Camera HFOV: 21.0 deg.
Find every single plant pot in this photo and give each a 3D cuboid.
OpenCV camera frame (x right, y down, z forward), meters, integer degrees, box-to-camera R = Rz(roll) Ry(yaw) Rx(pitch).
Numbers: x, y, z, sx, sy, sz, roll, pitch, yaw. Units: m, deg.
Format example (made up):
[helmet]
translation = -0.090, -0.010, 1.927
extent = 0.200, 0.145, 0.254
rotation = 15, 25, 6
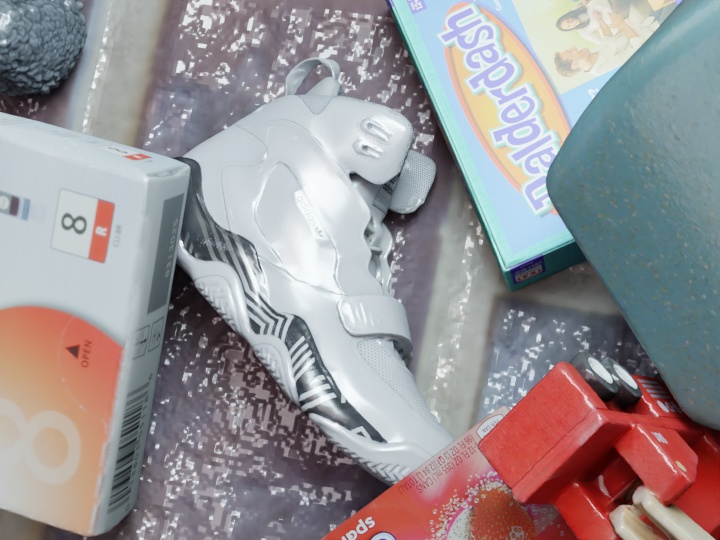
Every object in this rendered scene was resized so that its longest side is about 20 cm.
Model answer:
[plant pot]
translation = 0.187, -0.046, 0.717
extent = 0.200, 0.196, 0.196
rotation = -27, 101, 34

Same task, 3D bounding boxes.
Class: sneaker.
[sneaker]
translation = 0.000, 0.000, 0.836
extent = 0.115, 0.075, 0.200
rotation = -42, 71, 0

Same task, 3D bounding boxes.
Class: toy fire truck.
[toy fire truck]
translation = 0.114, 0.098, 0.699
extent = 0.049, 0.200, 0.141
rotation = -46, 65, 16

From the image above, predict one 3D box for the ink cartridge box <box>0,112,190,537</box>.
[ink cartridge box]
translation = -0.181, 0.009, 0.840
extent = 0.199, 0.050, 0.163
rotation = 14, 105, 13

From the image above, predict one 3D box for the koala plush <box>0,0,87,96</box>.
[koala plush]
translation = -0.200, -0.203, 0.852
extent = 0.183, 0.200, 0.178
rotation = 24, 81, 14

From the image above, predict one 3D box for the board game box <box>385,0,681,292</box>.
[board game box]
translation = 0.127, -0.100, 0.857
extent = 0.200, 0.045, 0.152
rotation = -22, 75, 2

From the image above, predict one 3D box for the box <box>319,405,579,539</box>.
[box]
translation = 0.016, 0.161, 0.775
extent = 0.200, 0.096, 0.100
rotation = -36, 59, -1
